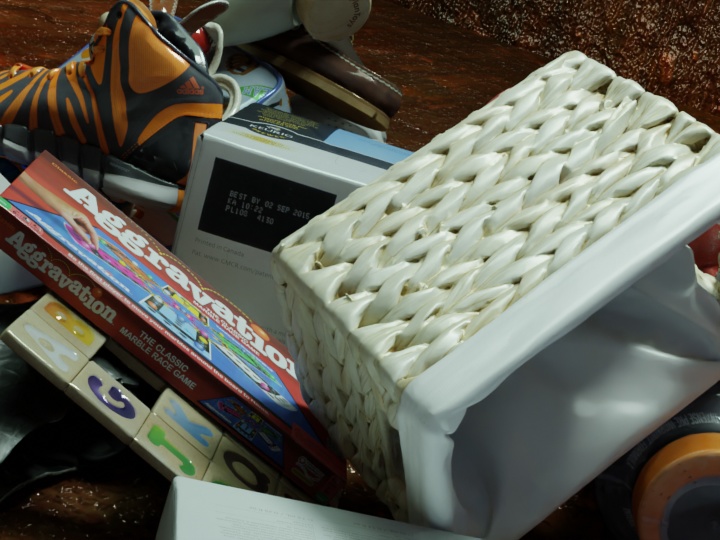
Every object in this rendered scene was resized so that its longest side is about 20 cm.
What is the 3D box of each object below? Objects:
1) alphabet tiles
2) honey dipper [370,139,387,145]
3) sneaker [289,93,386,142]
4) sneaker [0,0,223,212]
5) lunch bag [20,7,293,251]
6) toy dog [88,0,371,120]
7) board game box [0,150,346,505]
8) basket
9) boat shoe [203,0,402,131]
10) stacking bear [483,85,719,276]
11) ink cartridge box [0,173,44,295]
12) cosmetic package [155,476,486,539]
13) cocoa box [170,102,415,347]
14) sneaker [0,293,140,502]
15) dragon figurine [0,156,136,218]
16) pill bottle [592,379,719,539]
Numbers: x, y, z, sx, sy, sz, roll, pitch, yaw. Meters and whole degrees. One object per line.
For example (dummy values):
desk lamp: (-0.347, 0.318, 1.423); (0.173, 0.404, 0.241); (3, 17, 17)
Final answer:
alphabet tiles: (-0.073, 0.056, 0.663); (0.167, 0.008, 0.200); (41, 13, -7)
honey dipper: (-0.044, -0.047, 0.959); (0.038, 0.038, 0.199); (6, -13, -33)
sneaker: (-0.076, -0.078, 1.054); (0.198, 0.075, 0.087); (-11, 25, 17)
sneaker: (-0.167, -0.115, 0.853); (0.198, 0.113, 0.078); (18, 11, 14)
lunch bag: (-0.149, -0.099, 0.999); (0.199, 0.076, 0.160); (28, 64, 39)
toy dog: (-0.086, -0.190, 0.941); (0.200, 0.097, 0.132); (-38, 51, -19)
board game box: (-0.086, 0.024, 0.672); (0.200, 0.019, 0.103); (40, 12, -11)
basket: (0.072, 0.015, 0.633); (0.199, 0.136, 0.123); (-33, 53, -19)
boat shoe: (-0.042, -0.162, 1.014); (0.199, 0.071, 0.070); (31, -4, 35)
stacking bear: (0.162, -0.042, 0.878); (0.199, 0.122, 0.114); (27, -15, 49)
ink cartridge box: (-0.261, -0.028, 0.701); (0.200, 0.045, 0.176); (42, 32, 24)
cosmetic package: (0.023, 0.147, 0.506); (0.198, 0.052, 0.151); (14, 15, -11)
cocoa box: (0.000, 0.000, 0.814); (0.198, 0.134, 0.131); (18, 16, 3)
sneaker: (-0.135, 0.053, 0.654); (0.104, 0.060, 0.199); (34, 19, 23)
dragon figurine: (-0.199, -0.032, 0.850); (0.099, 0.059, 0.200); (17, 12, 8)
pill bottle: (0.171, 0.090, 0.742); (0.105, 0.107, 0.200); (17, 16, 0)
